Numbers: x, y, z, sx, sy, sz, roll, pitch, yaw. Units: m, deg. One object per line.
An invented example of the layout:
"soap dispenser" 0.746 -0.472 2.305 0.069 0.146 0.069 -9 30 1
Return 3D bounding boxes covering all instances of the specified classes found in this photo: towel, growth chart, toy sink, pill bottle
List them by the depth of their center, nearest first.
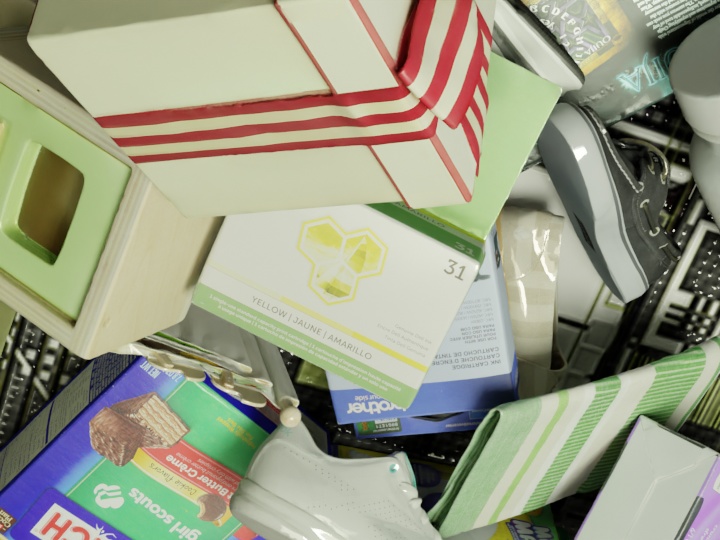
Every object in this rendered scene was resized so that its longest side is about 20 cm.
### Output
"toy sink" -0.184 -0.063 0.838 0.199 0.112 0.131 34 115 18
"pill bottle" 0.268 -0.062 0.899 0.114 0.115 0.200 -28 123 11
"growth chart" -0.129 0.030 0.923 0.199 0.145 0.018 26 109 -17
"towel" 0.145 0.111 0.968 0.199 0.023 0.153 -12 145 -29

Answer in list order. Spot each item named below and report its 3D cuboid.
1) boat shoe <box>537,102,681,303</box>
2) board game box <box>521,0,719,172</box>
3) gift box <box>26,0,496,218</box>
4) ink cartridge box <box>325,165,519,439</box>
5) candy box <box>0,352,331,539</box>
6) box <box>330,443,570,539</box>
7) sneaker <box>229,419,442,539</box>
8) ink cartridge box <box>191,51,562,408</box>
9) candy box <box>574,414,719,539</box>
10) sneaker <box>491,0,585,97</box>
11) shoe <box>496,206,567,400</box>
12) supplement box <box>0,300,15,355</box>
"boat shoe" 0.165 -0.049 0.912 0.066 0.070 0.200 -34 140 0
"board game box" 0.132 -0.151 0.909 0.199 0.028 0.136 -26 115 9
"gift box" -0.019 -0.136 0.708 0.185 0.186 0.200 -4 155 24
"ink cartridge box" 0.031 0.024 0.897 0.118 0.042 0.202 -6 117 11
"candy box" -0.145 0.146 1.014 0.169 0.077 0.200 40 109 -20
"box" 0.065 0.188 1.024 0.198 0.118 0.049 13 116 -10
"sneaker" 0.021 0.163 0.927 0.199 0.075 0.089 31 71 -6
"ink cartridge box" 0.007 -0.041 0.822 0.145 0.048 0.201 26 113 1
"candy box" 0.223 0.216 0.996 0.200 0.071 0.169 33 84 -45
"sneaker" 0.030 -0.140 0.850 0.115 0.076 0.200 -43 113 14
"shoe" 0.117 0.051 0.985 0.053 0.070 0.202 -3 115 8
"supplement box" -0.322 0.026 0.875 0.199 0.200 0.135 29 112 -16
